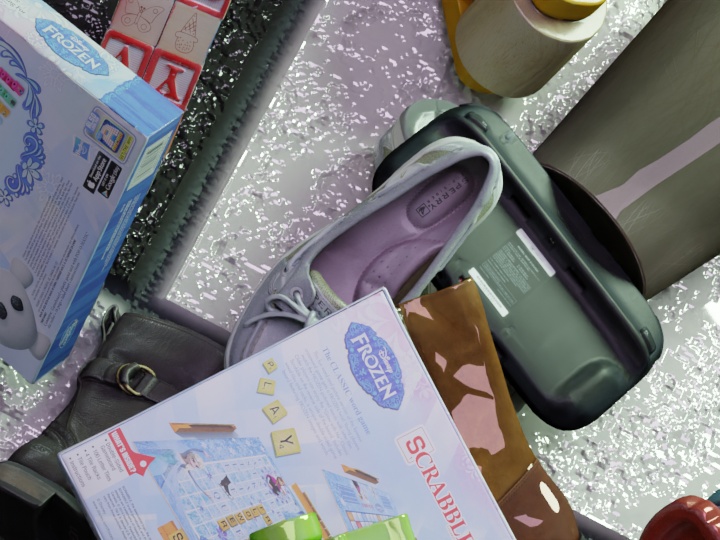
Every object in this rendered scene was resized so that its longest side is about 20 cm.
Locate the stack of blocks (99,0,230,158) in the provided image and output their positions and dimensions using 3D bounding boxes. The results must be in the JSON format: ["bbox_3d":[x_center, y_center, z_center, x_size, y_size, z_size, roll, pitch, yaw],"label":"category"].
[{"bbox_3d":[-0.115,-0.145,1.635,0.058,0.200,0.115,22,102,-5],"label":"stack of blocks"}]

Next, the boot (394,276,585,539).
[{"bbox_3d":[0.019,0.126,1.525,0.188,0.068,0.200,-26,96,-8],"label":"boot"}]

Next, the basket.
[{"bbox_3d":[0.203,-0.080,1.724,0.200,0.136,0.180,-39,55,-20],"label":"basket"}]

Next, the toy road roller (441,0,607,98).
[{"bbox_3d":[0.133,-0.213,1.772,0.146,0.123,0.200,4,65,-25],"label":"toy road roller"}]

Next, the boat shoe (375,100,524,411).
[{"bbox_3d":[0.054,-0.001,1.686,0.074,0.065,0.202,-7,73,-32],"label":"boat shoe"}]

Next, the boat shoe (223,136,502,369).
[{"bbox_3d":[0.002,0.001,1.576,0.202,0.065,0.074,-41,91,-1],"label":"boat shoe"}]

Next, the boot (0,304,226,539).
[{"bbox_3d":[-0.104,0.110,1.577,0.200,0.069,0.174,30,53,17],"label":"boot"}]

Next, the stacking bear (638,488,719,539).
[{"bbox_3d":[0.266,0.158,1.648,0.200,0.114,0.122,-28,79,-35],"label":"stacking bear"}]

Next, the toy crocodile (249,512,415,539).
[{"bbox_3d":[-0.065,0.168,1.417,0.200,0.062,0.068,-12,83,-8],"label":"toy crocodile"}]

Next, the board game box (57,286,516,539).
[{"bbox_3d":[-0.030,0.142,1.478,0.199,0.041,0.200,-26,85,-10],"label":"board game box"}]

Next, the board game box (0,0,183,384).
[{"bbox_3d":[-0.217,-0.070,1.563,0.199,0.200,0.043,38,38,10],"label":"board game box"}]

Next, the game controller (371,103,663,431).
[{"bbox_3d":[0.094,-0.003,1.643,0.104,0.042,0.200,-38,90,-22],"label":"game controller"}]
